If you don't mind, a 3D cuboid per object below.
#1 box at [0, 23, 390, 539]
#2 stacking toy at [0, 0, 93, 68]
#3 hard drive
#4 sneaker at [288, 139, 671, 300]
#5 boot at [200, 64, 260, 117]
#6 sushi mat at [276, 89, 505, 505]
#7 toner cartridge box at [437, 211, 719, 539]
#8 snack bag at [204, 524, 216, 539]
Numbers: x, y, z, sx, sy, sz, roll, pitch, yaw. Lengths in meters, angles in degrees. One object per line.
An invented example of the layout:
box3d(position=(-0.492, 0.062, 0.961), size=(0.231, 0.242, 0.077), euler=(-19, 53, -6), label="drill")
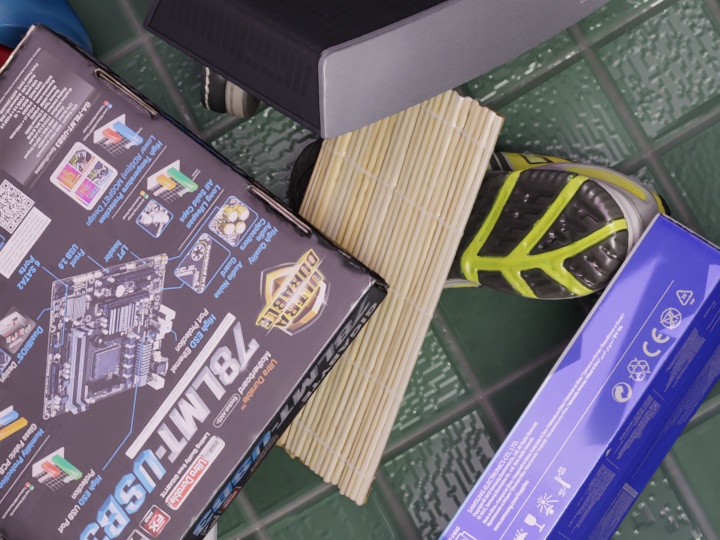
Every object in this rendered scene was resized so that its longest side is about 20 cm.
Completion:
box3d(position=(-0.123, 0.026, 1.223), size=(0.198, 0.050, 0.200), euler=(36, 92, 10), label="box")
box3d(position=(-0.242, -0.089, 1.358), size=(0.200, 0.116, 0.110), euler=(-43, 66, 15), label="stacking toy")
box3d(position=(0.014, -0.134, 1.241), size=(0.200, 0.042, 0.135), euler=(-29, 48, -36), label="hard drive")
box3d(position=(0.053, -0.021, 1.266), size=(0.200, 0.076, 0.076), euler=(13, 101, 36), label="sneaker")
box3d(position=(-0.116, -0.169, 1.328), size=(0.153, 0.074, 0.204), euler=(0, 70, 1), label="boot")
box3d(position=(0.000, 0.000, 1.252), size=(0.096, 0.012, 0.200), euler=(31, 110, 34), label="sushi mat")
box3d(position=(0.102, 0.077, 1.210), size=(0.043, 0.095, 0.200), euler=(33, 87, 21), label="toner cartridge box")
box3d(position=(-0.155, 0.048, 1.332), size=(0.188, 0.021, 0.201), euler=(-1, 77, 16), label="snack bag")
